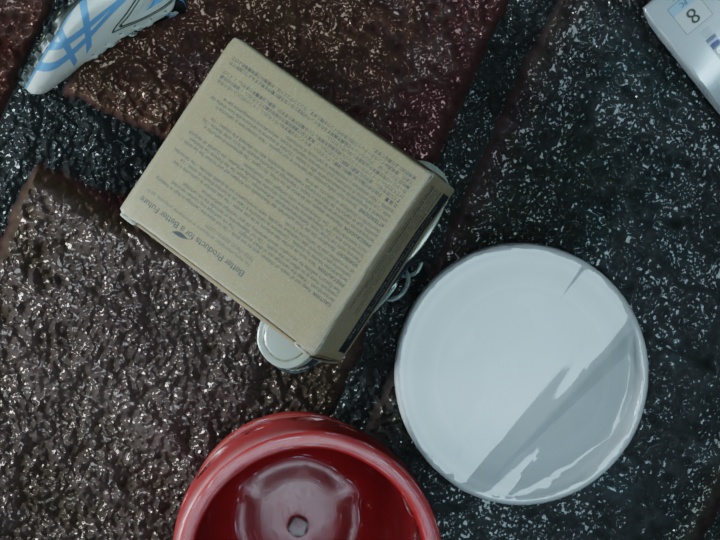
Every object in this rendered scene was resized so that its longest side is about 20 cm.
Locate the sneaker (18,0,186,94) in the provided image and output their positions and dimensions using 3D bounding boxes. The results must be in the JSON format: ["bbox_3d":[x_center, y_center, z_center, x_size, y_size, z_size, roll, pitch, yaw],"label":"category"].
[{"bbox_3d":[-0.182,-0.202,1.474,0.200,0.072,0.072,-43,106,5],"label":"sneaker"}]

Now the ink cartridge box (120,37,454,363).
[{"bbox_3d":[-0.056,-0.053,1.460,0.199,0.075,0.165,36,94,18],"label":"ink cartridge box"}]

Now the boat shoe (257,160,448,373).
[{"bbox_3d":[0.000,0.000,1.507,0.075,0.062,0.201,37,92,18],"label":"boat shoe"}]

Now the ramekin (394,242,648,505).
[{"bbox_3d":[0.121,0.076,1.514,0.200,0.094,0.205,0,96,-4],"label":"ramekin"}]

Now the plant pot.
[{"bbox_3d":[-0.043,0.205,1.471,0.198,0.183,0.203,0,97,-4],"label":"plant pot"}]

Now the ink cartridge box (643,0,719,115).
[{"bbox_3d":[0.341,-0.175,1.492,0.160,0.047,0.201,-38,78,6],"label":"ink cartridge box"}]
